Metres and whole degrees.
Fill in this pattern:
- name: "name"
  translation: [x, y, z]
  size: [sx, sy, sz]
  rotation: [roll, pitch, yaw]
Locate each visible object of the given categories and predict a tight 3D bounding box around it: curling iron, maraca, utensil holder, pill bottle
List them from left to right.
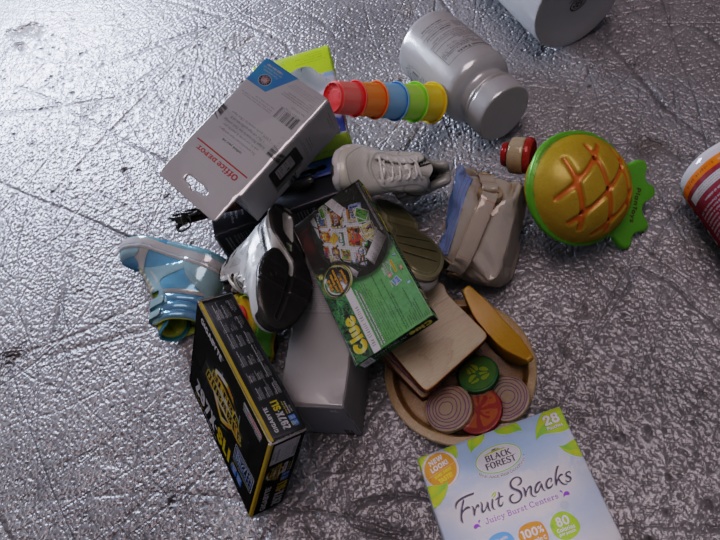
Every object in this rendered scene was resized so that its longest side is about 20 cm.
- name: "curling iron"
  translation: [-0.155, -0.087, 0.832]
  size: [0.197, 0.026, 0.050]
  rotation: [-16, 21, -1]
- name: "pill bottle"
  translation: [0.155, -0.291, 0.957]
  size: [0.114, 0.115, 0.201]
  rotation: [-32, 58, -7]
- name: "utensil holder"
  translation: [0.290, -0.479, 1.010]
  size: [0.168, 0.171, 0.201]
  rotation: [-26, 60, -3]
- name: "maraca"
  translation: [0.287, -0.096, 0.792]
  size: [0.197, 0.107, 0.139]
  rotation: [11, 95, -23]
- name: "pill bottle"
  translation: [0.473, -0.053, 0.742]
  size: [0.111, 0.113, 0.202]
  rotation: [-18, 57, 2]

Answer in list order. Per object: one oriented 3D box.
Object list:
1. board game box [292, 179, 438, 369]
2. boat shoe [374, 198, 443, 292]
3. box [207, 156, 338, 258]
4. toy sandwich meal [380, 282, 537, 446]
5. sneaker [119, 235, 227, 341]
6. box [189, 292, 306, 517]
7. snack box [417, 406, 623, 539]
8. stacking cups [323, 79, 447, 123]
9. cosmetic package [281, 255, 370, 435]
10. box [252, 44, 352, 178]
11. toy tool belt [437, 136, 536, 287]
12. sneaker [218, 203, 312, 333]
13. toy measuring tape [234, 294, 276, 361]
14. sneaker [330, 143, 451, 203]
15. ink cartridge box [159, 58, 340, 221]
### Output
- name: "board game box"
  translation: [0.000, 0.000, 0.733]
  size: [0.104, 0.023, 0.202]
  rotation: [-32, 61, 10]
- name: "boat shoe"
  translation: [0.050, -0.020, 0.817]
  size: [0.074, 0.069, 0.201]
  rotation: [15, 25, -18]
- name: "box"
  translation: [-0.109, -0.108, 0.916]
  size: [0.197, 0.107, 0.150]
  rotation: [-19, 57, 3]
- name: "toy sandwich meal"
  translation: [0.112, 0.104, 0.759]
  size: [0.202, 0.071, 0.208]
  rotation: [-6, 59, 10]
- name: "sneaker"
  translation: [-0.283, 0.027, 0.897]
  size: [0.198, 0.080, 0.132]
  rotation: [8, 71, 30]
- name: "box"
  translation: [-0.138, 0.153, 0.737]
  size: [0.049, 0.161, 0.201]
  rotation: [-15, 53, -30]
- name: "snack box"
  translation: [0.168, 0.266, 0.652]
  size: [0.167, 0.068, 0.202]
  rotation: [-21, 56, 2]
- name: "stacking cups"
  translation: [0.038, -0.231, 0.864]
  size: [0.198, 0.061, 0.060]
  rotation: [-12, 45, -46]
- name: "cosmetic package"
  translation: [-0.033, 0.088, 0.783]
  size: [0.089, 0.107, 0.202]
  rotation: [3, 59, 15]
- name: "box"
  translation: [-0.082, -0.215, 0.882]
  size: [0.120, 0.048, 0.202]
  rotation: [-15, 57, 5]
- name: "toy tool belt"
  translation: [0.147, -0.082, 0.827]
  size: [0.121, 0.125, 0.203]
  rotation: [11, 82, 26]
- name: "sneaker"
  translation: [-0.121, 0.019, 0.778]
  size: [0.115, 0.075, 0.202]
  rotation: [-42, 31, 28]
- name: "toy measuring tape"
  translation: [-0.122, 0.090, 0.817]
  size: [0.073, 0.074, 0.201]
  rotation: [-30, 53, -6]
- name: "sneaker"
  translation: [0.042, -0.130, 0.831]
  size: [0.080, 0.198, 0.076]
  rotation: [-5, 91, 43]
- name: "ink cartridge box"
  translation: [-0.135, -0.149, 0.791]
  size: [0.115, 0.067, 0.200]
  rotation: [38, 81, 22]
